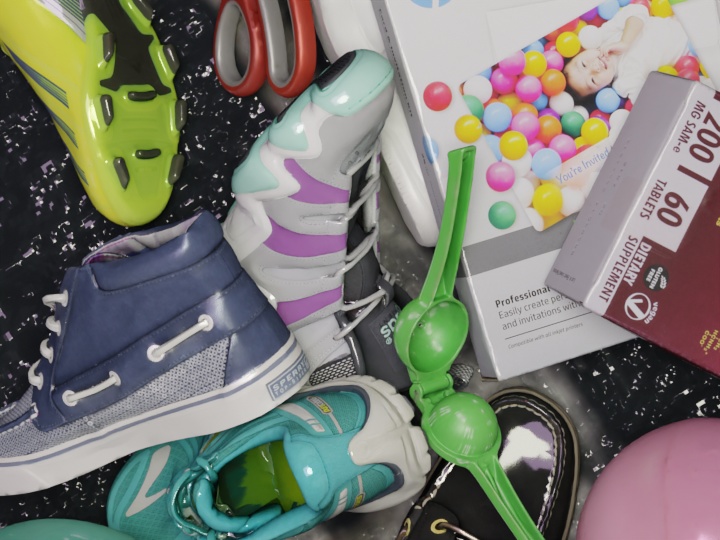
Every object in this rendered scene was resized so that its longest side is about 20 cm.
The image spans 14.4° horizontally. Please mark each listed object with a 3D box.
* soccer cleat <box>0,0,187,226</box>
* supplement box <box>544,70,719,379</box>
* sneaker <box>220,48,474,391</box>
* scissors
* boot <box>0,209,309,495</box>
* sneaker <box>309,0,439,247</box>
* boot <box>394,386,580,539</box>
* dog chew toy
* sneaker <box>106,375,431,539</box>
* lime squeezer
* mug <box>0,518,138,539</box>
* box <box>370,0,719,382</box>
[{"bbox_3d":[-0.143,-0.112,1.346,0.084,0.065,0.201,-21,89,38],"label":"soccer cleat"},{"bbox_3d":[0.193,0.007,1.234,0.200,0.061,0.109,26,92,-17],"label":"supplement box"},{"bbox_3d":[0.000,0.000,1.275,0.140,0.078,0.200,40,136,2],"label":"sneaker"},{"bbox_3d":[-0.055,-0.176,1.329,0.073,0.014,0.201,-15,81,54],"label":"scissors"},{"bbox_3d":[-0.118,0.036,1.287,0.200,0.073,0.091,-20,106,34],"label":"boot"},{"bbox_3d":[0.026,-0.117,1.310,0.088,0.075,0.201,-24,91,-3],"label":"sneaker"},{"bbox_3d":[0.032,0.145,1.252,0.073,0.151,0.200,31,93,9],"label":"boot"},{"bbox_3d":[0.194,0.116,1.188,0.199,0.124,0.125,-10,86,20],"label":"dog chew toy"},{"bbox_3d":[-0.058,0.092,1.271,0.200,0.080,0.078,-24,90,48],"label":"sneaker"},{"bbox_3d":[0.051,0.049,1.229,0.070,0.038,0.201,-12,93,37],"label":"lime squeezer"},{"bbox_3d":[-0.118,0.189,1.279,0.184,0.115,0.152,4,124,17],"label":"mug"},{"bbox_3d":[0.101,-0.068,1.270,0.155,0.041,0.201,-16,90,-11],"label":"box"}]
